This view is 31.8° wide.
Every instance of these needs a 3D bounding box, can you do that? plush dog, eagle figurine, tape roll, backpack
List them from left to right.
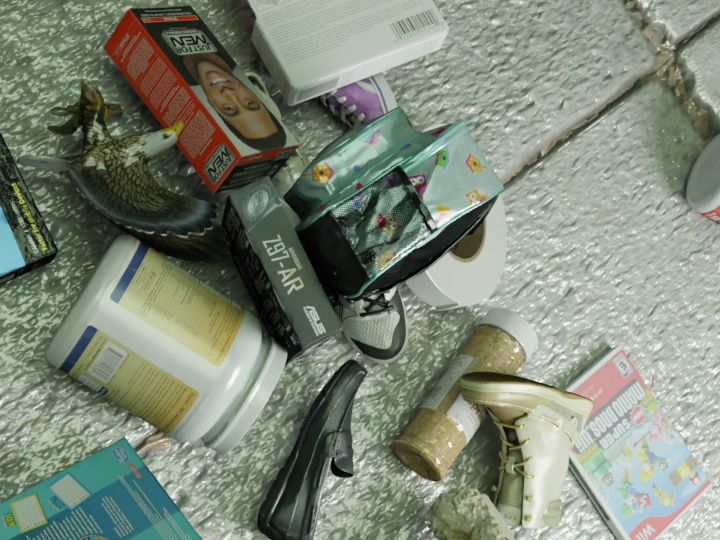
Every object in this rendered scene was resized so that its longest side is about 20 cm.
[{"bbox_3d":[-0.222,-0.087,1.238,0.151,0.151,0.201,-22,79,-47],"label":"eagle figurine"},{"bbox_3d":[0.030,-0.067,1.210,0.199,0.176,0.154,-26,87,-13],"label":"backpack"},{"bbox_3d":[0.093,-0.059,1.385,0.202,0.037,0.205,19,66,-49],"label":"tape roll"},{"bbox_3d":[0.110,0.349,1.276,0.172,0.161,0.200,-43,97,10],"label":"plush dog"}]

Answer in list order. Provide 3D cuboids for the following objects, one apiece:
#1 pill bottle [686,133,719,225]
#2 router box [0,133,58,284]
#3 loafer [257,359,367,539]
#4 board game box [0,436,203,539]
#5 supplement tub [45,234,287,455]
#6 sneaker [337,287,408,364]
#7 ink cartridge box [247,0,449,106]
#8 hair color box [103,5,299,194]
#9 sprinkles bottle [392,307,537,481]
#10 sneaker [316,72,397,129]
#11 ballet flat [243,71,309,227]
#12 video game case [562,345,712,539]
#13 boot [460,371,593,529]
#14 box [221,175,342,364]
[{"bbox_3d":[0.518,-0.084,1.578,0.199,0.116,0.117,27,67,-14],"label":"pill bottle"},{"bbox_3d":[-0.403,-0.073,1.218,0.148,0.051,0.201,-26,87,-25],"label":"router box"},{"bbox_3d":[-0.036,0.188,1.290,0.070,0.068,0.202,25,73,5],"label":"loafer"},{"bbox_3d":[-0.262,0.258,1.148,0.199,0.047,0.151,-27,50,-26],"label":"board game box"},{"bbox_3d":[-0.185,0.075,1.220,0.199,0.144,0.145,34,66,-11],"label":"supplement tub"},{"bbox_3d":[0.000,0.000,1.341,0.075,0.088,0.202,-15,79,-2],"label":"sneaker"},{"bbox_3d":[-0.029,-0.292,1.383,0.199,0.045,0.177,-23,75,-21],"label":"ink cartridge box"},{"bbox_3d":[-0.163,-0.179,1.301,0.201,0.061,0.101,52,34,12],"label":"hair color box"},{"bbox_3d":[0.115,0.133,1.374,0.068,0.068,0.200,43,65,-7],"label":"sprinkles bottle"},{"bbox_3d":[-0.034,-0.198,1.406,0.113,0.073,0.202,-19,73,-23],"label":"sneaker"},{"bbox_3d":[-0.092,-0.124,1.358,0.069,0.069,0.201,-27,88,-27],"label":"ballet flat"},{"bbox_3d":[0.306,0.208,1.463,0.143,0.017,0.201,-34,91,-27],"label":"video game case"},{"bbox_3d":[0.164,0.192,1.337,0.199,0.072,0.156,18,86,-45],"label":"boot"},{"bbox_3d":[-0.083,0.006,1.250,0.043,0.200,0.161,-25,86,-11],"label":"box"}]
